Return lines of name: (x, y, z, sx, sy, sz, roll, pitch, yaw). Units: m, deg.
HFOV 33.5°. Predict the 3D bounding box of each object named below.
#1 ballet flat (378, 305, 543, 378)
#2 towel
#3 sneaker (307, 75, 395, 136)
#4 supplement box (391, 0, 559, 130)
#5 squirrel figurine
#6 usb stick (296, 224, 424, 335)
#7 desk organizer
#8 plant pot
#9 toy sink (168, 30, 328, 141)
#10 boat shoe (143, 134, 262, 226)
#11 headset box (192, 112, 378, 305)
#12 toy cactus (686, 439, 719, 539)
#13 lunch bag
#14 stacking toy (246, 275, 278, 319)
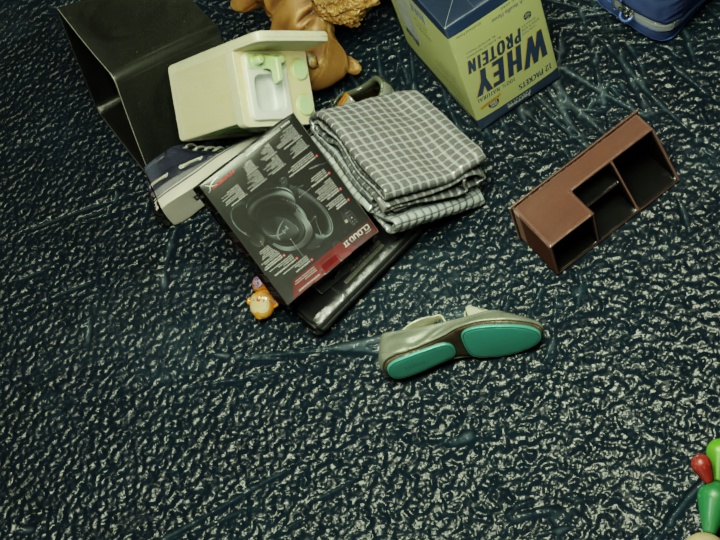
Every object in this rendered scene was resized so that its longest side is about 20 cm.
ballet flat: (0.114, 0.072, 1.401, 0.198, 0.068, 0.064, -15, 47, 11)
towel: (0.047, -0.146, 1.511, 0.164, 0.086, 0.200, -17, 47, -30)
sneaker: (-0.035, -0.195, 1.620, 0.199, 0.080, 0.074, -37, 55, -4)
supplement box: (0.140, -0.337, 1.570, 0.133, 0.200, 0.201, -33, 53, -2)
squirrel figurine: (-0.060, -0.357, 1.673, 0.200, 0.141, 0.188, -44, 53, 33)
usb stick: (0.000, 0.000, 1.510, 0.200, 0.033, 0.055, -46, 48, -11)
desk organizer: (0.284, -0.093, 1.441, 0.199, 0.072, 0.077, -37, 56, -5)
plant pot: (-0.294, -0.291, 1.719, 0.176, 0.201, 0.200, -31, 52, -16)
toy sink: (-0.141, -0.239, 1.587, 0.199, 0.130, 0.114, -9, 92, 45)
boat shoe: (-0.212, -0.152, 1.659, 0.199, 0.075, 0.093, -29, 59, 0)
headset box: (-0.086, -0.066, 1.467, 0.148, 0.201, 0.077, -39, 10, -10)
toy cactus: (0.369, 0.263, 1.167, 0.164, 0.102, 0.201, -32, 61, 10)
lunch bag: (0.401, -0.400, 1.560, 0.136, 0.133, 0.200, 40, 76, 19)
stacking toy: (-0.112, -0.034, 1.544, 0.115, 0.110, 0.202, 6, 72, 20)
